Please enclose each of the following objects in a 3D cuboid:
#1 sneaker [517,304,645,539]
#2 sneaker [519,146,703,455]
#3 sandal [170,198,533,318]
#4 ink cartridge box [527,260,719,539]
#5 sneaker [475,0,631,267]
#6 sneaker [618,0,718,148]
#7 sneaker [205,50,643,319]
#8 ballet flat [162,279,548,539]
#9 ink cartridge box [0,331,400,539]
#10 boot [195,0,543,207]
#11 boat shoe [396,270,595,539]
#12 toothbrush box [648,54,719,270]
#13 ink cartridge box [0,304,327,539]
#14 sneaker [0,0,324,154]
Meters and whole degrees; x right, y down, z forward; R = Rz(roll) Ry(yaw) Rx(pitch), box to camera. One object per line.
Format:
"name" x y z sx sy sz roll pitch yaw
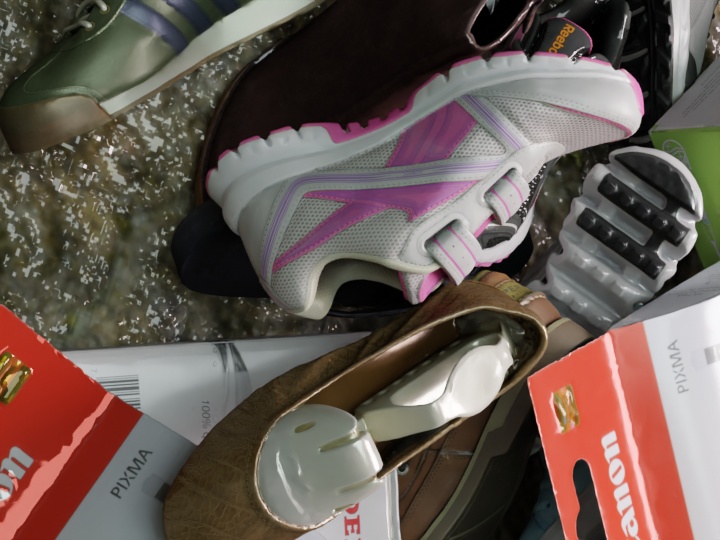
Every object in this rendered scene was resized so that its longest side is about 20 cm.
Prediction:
"sneaker" 0.117 0.097 1.150 0.082 0.074 0.200 29 57 22
"sneaker" 0.105 0.022 1.121 0.075 0.081 0.200 41 105 4
"sandal" -0.001 0.000 1.083 0.199 0.076 0.043 -1 52 -33
"ink cartridge box" 0.169 0.093 1.055 0.200 0.057 0.163 -26 104 -52
"sneaker" 0.078 -0.085 1.092 0.080 0.087 0.200 31 40 2
"sneaker" 0.174 -0.156 1.195 0.079 0.074 0.201 9 82 -30
"sneaker" 0.035 -0.033 0.983 0.199 0.081 0.089 -20 75 10
"ballet flat" 0.006 0.066 0.954 0.199 0.072 0.068 -30 106 -28
"ink cartridge box" -0.089 0.107 1.037 0.199 0.083 0.148 -2 88 -26
"boot" 0.009 -0.099 1.055 0.072 0.166 0.200 42 70 -16
"boat shoe" 0.041 0.091 1.085 0.072 0.068 0.201 -12 136 -60
"toothbrush box" 0.256 -0.031 1.179 0.146 0.086 0.201 -43 120 -34
"ink cartridge box" -0.120 0.136 0.949 0.200 0.047 0.160 41 72 -20
"sneaker" -0.104 -0.137 1.055 0.200 0.067 0.090 -33 110 -31
